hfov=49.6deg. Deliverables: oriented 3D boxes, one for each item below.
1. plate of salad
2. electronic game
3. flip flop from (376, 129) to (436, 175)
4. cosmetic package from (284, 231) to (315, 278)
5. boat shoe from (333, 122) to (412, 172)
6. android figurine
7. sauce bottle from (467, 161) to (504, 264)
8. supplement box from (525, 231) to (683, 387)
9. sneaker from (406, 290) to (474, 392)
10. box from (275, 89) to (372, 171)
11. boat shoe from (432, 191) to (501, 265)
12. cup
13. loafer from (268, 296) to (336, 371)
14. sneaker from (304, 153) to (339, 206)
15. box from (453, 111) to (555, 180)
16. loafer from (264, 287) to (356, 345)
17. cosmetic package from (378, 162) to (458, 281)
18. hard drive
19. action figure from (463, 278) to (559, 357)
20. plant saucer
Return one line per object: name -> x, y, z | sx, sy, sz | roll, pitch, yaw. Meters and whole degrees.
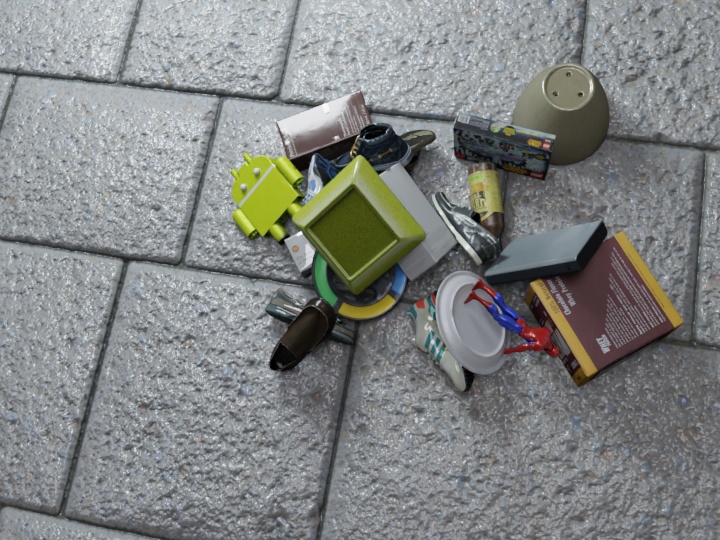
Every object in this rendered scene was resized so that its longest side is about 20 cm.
plate of salad -> 0.210, 0.100, 1.478 | 0.198, 0.048, 0.203 | 17, 61, -33
electronic game -> 0.000, 0.000, 1.554 | 0.196, 0.042, 0.204 | 0, 92, -6
flip flop -> 0.077, -0.222, 1.625 | 0.200, 0.058, 0.081 | -43, 33, -2
cosmetic package -> -0.051, -0.070, 1.606 | 0.198, 0.051, 0.083 | -29, 71, -1
boat shoe -> 0.007, -0.248, 1.589 | 0.198, 0.091, 0.072 | -7, 50, 38
android figurine -> -0.198, -0.157, 1.635 | 0.182, 0.041, 0.201 | -44, 74, 19
sauce bottle -> 0.257, -0.116, 1.566 | 0.064, 0.065, 0.203 | -8, 75, 6
supplement box -> 0.445, 0.075, 1.449 | 0.198, 0.133, 0.199 | -29, 72, -1
sneaker -> 0.152, 0.147, 1.516 | 0.093, 0.070, 0.203 | -26, 76, 24
box -> -0.071, -0.297, 1.662 | 0.197, 0.075, 0.101 | -21, 72, 4
boat shoe -> 0.207, -0.094, 1.542 | 0.067, 0.072, 0.201 | -40, 48, 8
cup -> 0.409, -0.335, 1.565 | 0.197, 0.143, 0.204 | -2, 74, 8
loafer -> -0.114, 0.134, 1.496 | 0.073, 0.071, 0.201 | 39, 123, 5
sneaker -> -0.085, -0.158, 1.582 | 0.077, 0.075, 0.202 | -39, 39, 32
box -> 0.285, -0.248, 1.562 | 0.197, 0.137, 0.040 | 17, 77, 13
loafer -> -0.095, 0.088, 1.560 | 0.197, 0.072, 0.064 | 19, 72, 15
cosmetic package -> 0.089, -0.097, 1.525 | 0.085, 0.107, 0.201 | -38, 88, 41
hard drive -> 0.345, -0.031, 1.455 | 0.140, 0.198, 0.033 | -44, 112, -41
action figure -> 0.278, 0.112, 1.461 | 0.199, 0.099, 0.065 | 35, 49, 6
plant saucer -> -0.011, -0.075, 1.467 | 0.199, 0.048, 0.200 | -39, 94, 25
